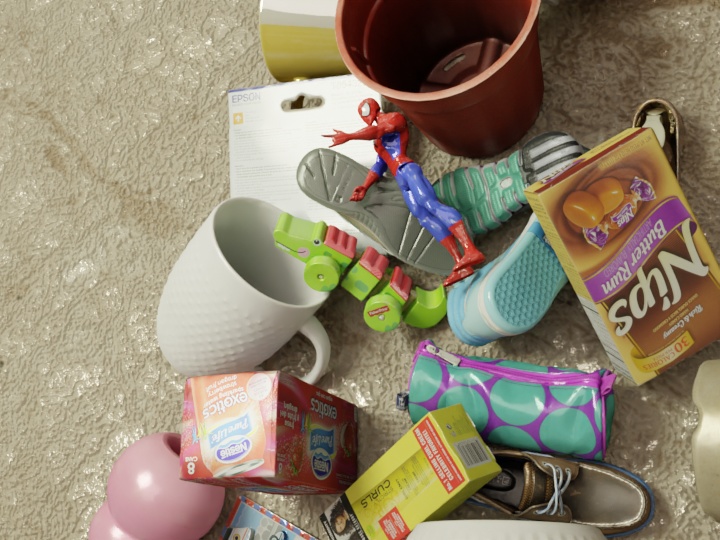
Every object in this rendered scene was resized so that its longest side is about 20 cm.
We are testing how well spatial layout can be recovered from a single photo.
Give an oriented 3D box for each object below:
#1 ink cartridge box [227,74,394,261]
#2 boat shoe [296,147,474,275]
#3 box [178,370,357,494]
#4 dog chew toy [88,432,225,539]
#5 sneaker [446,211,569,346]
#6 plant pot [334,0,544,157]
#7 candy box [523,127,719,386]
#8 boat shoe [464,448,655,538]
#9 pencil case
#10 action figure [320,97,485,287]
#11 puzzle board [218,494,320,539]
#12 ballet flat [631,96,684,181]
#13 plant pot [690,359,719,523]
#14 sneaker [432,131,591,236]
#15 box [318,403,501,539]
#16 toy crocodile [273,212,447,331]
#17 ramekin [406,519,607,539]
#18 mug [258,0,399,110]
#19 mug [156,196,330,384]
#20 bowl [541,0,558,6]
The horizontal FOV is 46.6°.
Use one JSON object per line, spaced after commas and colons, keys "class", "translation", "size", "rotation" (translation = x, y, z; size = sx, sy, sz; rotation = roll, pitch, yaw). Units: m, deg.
{"class": "ink cartridge box", "translation": [-0.056, -0.112, 0.949], "size": [0.195, 0.043, 0.202], "rotation": [-1, 89, 22]}
{"class": "boat shoe", "translation": [0.027, -0.061, 0.869], "size": [0.201, 0.065, 0.075], "rotation": [27, 93, 6]}
{"class": "box", "translation": [-0.081, 0.164, 0.813], "size": [0.099, 0.200, 0.096], "rotation": [-6, 70, 20]}
{"class": "dog chew toy", "translation": [-0.230, 0.276, 0.890], "size": [0.124, 0.124, 0.201], "rotation": [33, 96, 26]}
{"class": "sneaker", "translation": [0.158, -0.001, 0.839], "size": [0.200, 0.130, 0.080], "rotation": [-39, 91, -30]}
{"class": "plant pot", "translation": [0.102, -0.221, 0.857], "size": [0.199, 0.195, 0.203], "rotation": [-7, 71, 20]}
{"class": "candy box", "translation": [0.247, -0.013, 0.754], "size": [0.116, 0.056, 0.201], "rotation": [-30, 101, 0]}
{"class": "boat shoe", "translation": [0.167, 0.206, 0.773], "size": [0.198, 0.072, 0.073], "rotation": [2, 75, 22]}
{"class": "pencil case", "translation": [0.141, 0.121, 0.800], "size": [0.198, 0.093, 0.085], "rotation": [7, 36, 22]}
{"class": "action figure", "translation": [0.028, -0.075, 0.795], "size": [0.098, 0.065, 0.201], "rotation": [-20, 73, -17]}
{"class": "puzzle board", "translation": [-0.112, 0.360, 0.871], "size": [0.150, 0.017, 0.201], "rotation": [21, 83, 25]}
{"class": "ballet flat", "translation": [0.280, -0.076, 0.815], "size": [0.067, 0.067, 0.202], "rotation": [0, 75, 21]}
{"class": "plant pot", "translation": [0.369, 0.137, 0.663], "size": [0.182, 0.200, 0.202], "rotation": [-4, 73, 33]}
{"class": "sneaker", "translation": [0.157, -0.079, 0.873], "size": [0.199, 0.087, 0.075], "rotation": [-19, 76, 41]}
{"class": "box", "translation": [0.041, 0.211, 0.785], "size": [0.200, 0.050, 0.076], "rotation": [-49, 60, 35]}
{"class": "toy crocodile", "translation": [0.000, 0.000, 0.861], "size": [0.199, 0.068, 0.062], "rotation": [33, 123, -9]}
{"class": "ramekin", "translation": [0.124, 0.270, 0.703], "size": [0.198, 0.200, 0.106], "rotation": [-7, 68, 20]}
{"class": "mug", "translation": [-0.018, -0.273, 0.972], "size": [0.152, 0.188, 0.150], "rotation": [8, 36, 15]}
{"class": "mug", "translation": [-0.119, 0.051, 0.899], "size": [0.200, 0.148, 0.175], "rotation": [42, 122, -3]}
{"class": "bowl", "translation": [0.185, -0.341, 0.878], "size": [0.201, 0.201, 0.091], "rotation": [35, 108, 26]}
